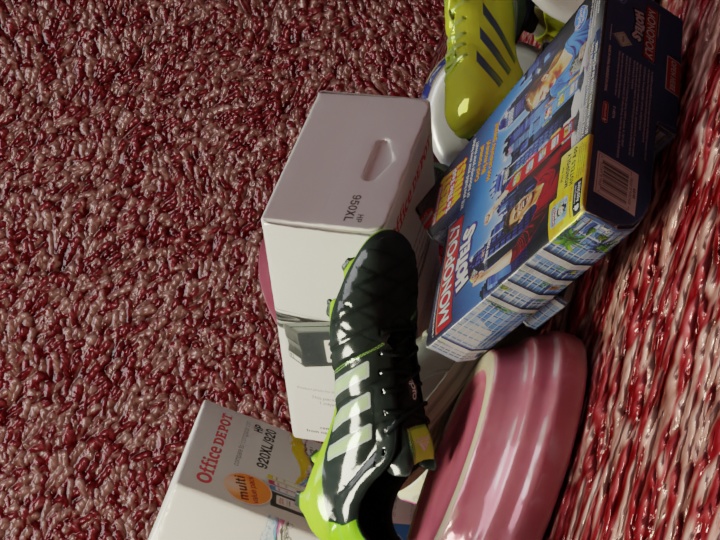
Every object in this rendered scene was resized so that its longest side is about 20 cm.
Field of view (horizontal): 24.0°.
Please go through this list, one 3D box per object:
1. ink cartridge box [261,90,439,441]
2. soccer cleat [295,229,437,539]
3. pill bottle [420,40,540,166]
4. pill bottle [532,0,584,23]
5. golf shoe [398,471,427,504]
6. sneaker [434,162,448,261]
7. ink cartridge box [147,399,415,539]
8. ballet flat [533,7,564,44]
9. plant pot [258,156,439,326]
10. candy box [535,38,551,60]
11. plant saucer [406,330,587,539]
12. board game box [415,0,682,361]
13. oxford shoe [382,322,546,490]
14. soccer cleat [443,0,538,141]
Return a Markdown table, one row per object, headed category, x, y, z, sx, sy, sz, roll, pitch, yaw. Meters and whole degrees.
| category | x | y | z | sx | sy | sz | roll | pitch | yaw |
| --- | --- | --- | --- | --- | --- | --- | --- | --- | --- |
| ink cartridge box | 0.000 | 0.000 | 1.150 | 0.145 | 0.084 | 0.201 | -70 | -19 | -46 |
| soccer cleat | 0.015 | 0.077 | 1.019 | 0.067 | 0.081 | 0.202 | -5 | -70 | -48 |
| pill bottle | 0.109 | -0.130 | 1.392 | 0.200 | 0.119 | 0.120 | -97 | 28 | -82 |
| pill bottle | 0.167 | -0.255 | 1.238 | 0.200 | 0.114 | 0.115 | -77 | 8 | -68 |
| golf shoe | 0.052 | 0.104 | 1.285 | 0.200 | 0.075 | 0.092 | -74 | 2 | -68 |
| sneaker | 0.053 | -0.026 | 1.355 | 0.201 | 0.079 | 0.096 | 80 | 179 | -51 |
| ink cartridge box | -0.064 | 0.222 | 1.312 | 0.147 | 0.199 | 0.145 | -78 | 9 | -68 |
| ballet flat | 0.169 | -0.226 | 1.452 | 0.200 | 0.067 | 0.067 | -106 | 37 | -85 |
| plant pot | 0.032 | -0.022 | 1.545 | 0.179 | 0.199 | 0.201 | -44 | 20 | 44 |
| candy box | 0.121 | -0.053 | 1.202 | 0.136 | 0.061 | 0.201 | -78 | 8 | -73 |
| plant saucer | 0.072 | 0.125 | 0.990 | 0.201 | 0.050 | 0.202 | -159 | 90 | -86 |
| board game box | 0.102 | -0.040 | 1.007 | 0.200 | 0.061 | 0.201 | -45 | 24 | 44 |
| oxford shoe | 0.063 | 0.052 | 1.085 | 0.200 | 0.058 | 0.075 | -49 | -25 | 2 |
| soccer cleat | 0.081 | -0.169 | 1.219 | 0.065 | 0.084 | 0.201 | -31 | 27 | 35 |
